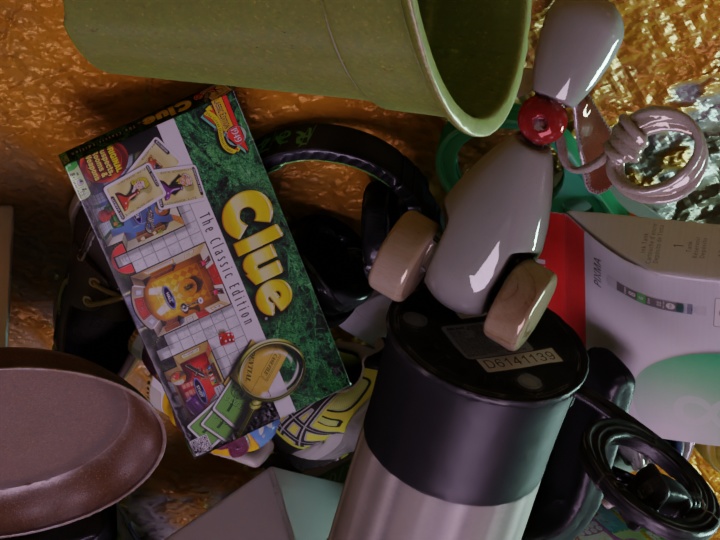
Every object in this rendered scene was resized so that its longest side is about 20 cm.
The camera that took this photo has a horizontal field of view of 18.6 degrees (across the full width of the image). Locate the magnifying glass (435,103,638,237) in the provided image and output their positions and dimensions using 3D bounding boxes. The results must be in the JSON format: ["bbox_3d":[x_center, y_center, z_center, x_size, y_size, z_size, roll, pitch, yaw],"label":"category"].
[{"bbox_3d":[0.133,-0.034,1.283,0.199,0.022,0.080,28,132,-17],"label":"magnifying glass"}]

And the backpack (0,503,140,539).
[{"bbox_3d":[-0.217,0.240,1.613,0.163,0.154,0.200,-18,122,12],"label":"backpack"}]

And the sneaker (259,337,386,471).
[{"bbox_3d":[-0.020,0.081,1.436,0.200,0.075,0.077,-13,115,46],"label":"sneaker"}]

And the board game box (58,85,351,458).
[{"bbox_3d":[-0.086,0.002,1.253,0.104,0.023,0.201,-26,116,-9],"label":"board game box"}]

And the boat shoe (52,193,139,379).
[{"bbox_3d":[-0.149,0.008,1.332,0.072,0.060,0.200,7,144,-16],"label":"boat shoe"}]

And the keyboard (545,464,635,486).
[{"bbox_3d":[0.125,0.133,1.472,0.199,0.040,0.104,23,175,-6],"label":"keyboard"}]

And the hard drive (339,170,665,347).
[{"bbox_3d":[0.099,0.009,1.385,0.200,0.026,0.132,-28,138,33],"label":"hard drive"}]

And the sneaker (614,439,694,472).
[{"bbox_3d":[0.184,0.099,1.459,0.074,0.087,0.200,-9,156,-5],"label":"sneaker"}]

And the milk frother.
[{"bbox_3d":[0.087,0.138,1.242,0.180,0.200,0.189,4,123,-17],"label":"milk frother"}]

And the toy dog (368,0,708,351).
[{"bbox_3d":[0.091,-0.050,1.209,0.200,0.132,0.096,-43,177,13],"label":"toy dog"}]

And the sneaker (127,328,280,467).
[{"bbox_3d":[-0.085,0.064,1.361,0.090,0.075,0.200,38,166,12],"label":"sneaker"}]

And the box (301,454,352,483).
[{"bbox_3d":[0.032,0.243,1.591,0.199,0.172,0.200,-30,138,33],"label":"box"}]

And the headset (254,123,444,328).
[{"bbox_3d":[0.000,0.000,1.303,0.123,0.094,0.200,-24,130,28],"label":"headset"}]

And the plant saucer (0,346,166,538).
[{"bbox_3d":[-0.213,0.098,1.277,0.199,0.032,0.200,-10,147,-6],"label":"plant saucer"}]

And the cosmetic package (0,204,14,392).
[{"bbox_3d":[-0.318,0.057,1.337,0.199,0.123,0.200,3,145,-12],"label":"cosmetic package"}]

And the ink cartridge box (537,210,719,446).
[{"bbox_3d":[0.151,0.034,1.304,0.199,0.050,0.161,5,142,10],"label":"ink cartridge box"}]

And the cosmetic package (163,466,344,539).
[{"bbox_3d":[-0.088,0.216,1.489,0.200,0.071,0.101,-35,146,28],"label":"cosmetic package"}]

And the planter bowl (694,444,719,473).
[{"bbox_3d":[0.319,0.115,1.490,0.199,0.084,0.201,-6,145,-5],"label":"planter bowl"}]

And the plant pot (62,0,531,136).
[{"bbox_3d":[-0.037,-0.158,1.015,0.189,0.201,0.200,-1,148,21],"label":"plant pot"}]

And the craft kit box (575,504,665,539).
[{"bbox_3d":[0.118,0.186,1.437,0.200,0.197,0.049,-16,132,-57],"label":"craft kit box"}]
